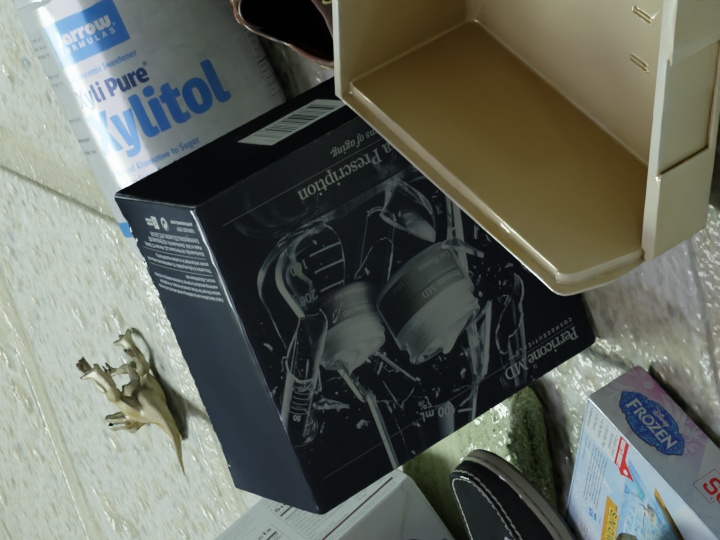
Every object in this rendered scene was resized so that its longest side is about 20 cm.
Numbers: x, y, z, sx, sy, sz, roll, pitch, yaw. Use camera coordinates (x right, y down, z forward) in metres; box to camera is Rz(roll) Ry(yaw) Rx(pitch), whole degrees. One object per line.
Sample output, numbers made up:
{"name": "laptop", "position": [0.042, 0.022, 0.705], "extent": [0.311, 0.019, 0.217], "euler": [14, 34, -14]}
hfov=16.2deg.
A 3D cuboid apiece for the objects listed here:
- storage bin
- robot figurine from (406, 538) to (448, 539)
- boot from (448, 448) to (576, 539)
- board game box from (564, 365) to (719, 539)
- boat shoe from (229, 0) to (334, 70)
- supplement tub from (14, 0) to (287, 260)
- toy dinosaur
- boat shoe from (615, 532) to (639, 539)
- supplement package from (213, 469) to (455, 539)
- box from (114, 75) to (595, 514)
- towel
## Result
{"name": "storage bin", "position": [0.079, -0.123, 1.205], "extent": [0.199, 0.093, 0.201], "euler": [44, 151, 34]}
{"name": "robot figurine", "position": [0.072, 0.250, 1.527], "extent": [0.200, 0.146, 0.058], "euler": [38, 149, -28]}
{"name": "boot", "position": [0.066, 0.220, 1.441], "extent": [0.201, 0.150, 0.073], "euler": [65, 158, -11]}
{"name": "board game box", "position": [0.190, 0.183, 1.386], "extent": [0.200, 0.041, 0.201], "euler": [49, 155, 28]}
{"name": "boat shoe", "position": [-0.040, -0.163, 1.432], "extent": [0.200, 0.070, 0.071], "euler": [28, 142, 53]}
{"name": "supplement tub", "position": [-0.123, -0.119, 1.569], "extent": [0.201, 0.131, 0.132], "euler": [64, 156, -10]}
{"name": "toy dinosaur", "position": [-0.175, 0.104, 2.043], "extent": [0.101, 0.058, 0.200], "euler": [51, 167, -16]}
{"name": "boat shoe", "position": [0.160, 0.225, 1.371], "extent": [0.064, 0.072, 0.201], "euler": [7, 127, 18]}
{"name": "supplement package", "position": [0.002, 0.236, 1.619], "extent": [0.201, 0.156, 0.111], "euler": [55, 167, -25]}
{"name": "box", "position": [0.000, 0.000, 1.370], "extent": [0.104, 0.199, 0.183], "euler": [10, 126, 59]}
{"name": "towel", "position": [0.069, 0.122, 1.570], "extent": [0.148, 0.036, 0.201], "euler": [37, 147, 42]}
